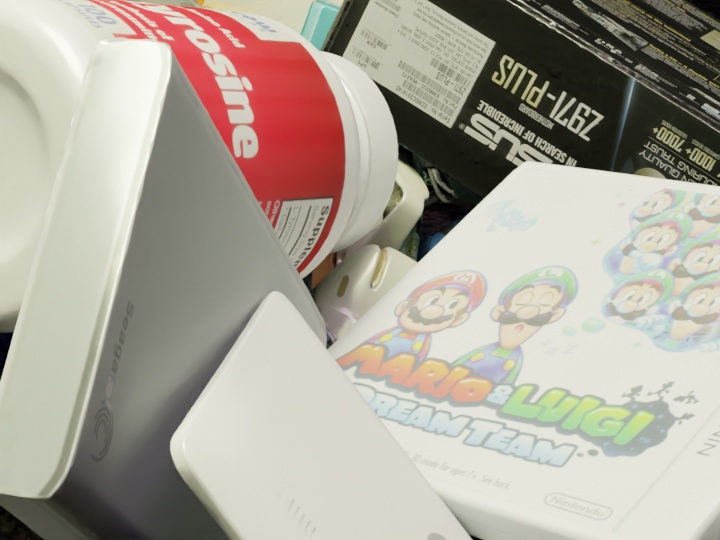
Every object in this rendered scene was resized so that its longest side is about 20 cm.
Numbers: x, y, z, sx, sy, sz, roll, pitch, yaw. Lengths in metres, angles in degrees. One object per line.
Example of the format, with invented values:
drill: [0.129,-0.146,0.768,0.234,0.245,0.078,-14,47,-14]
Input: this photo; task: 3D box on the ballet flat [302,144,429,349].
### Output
ballet flat: [0.000,0.000,0.779,0.074,0.074,0.200,8,40,-8]

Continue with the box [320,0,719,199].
box: [0.104,-0.084,0.846,0.200,0.086,0.164,34,26,12]

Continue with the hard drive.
hard drive: [-0.054,0.036,0.566,0.026,0.132,0.200,6,-22,14]

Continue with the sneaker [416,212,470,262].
sneaker: [0.079,0.013,0.793,0.066,0.078,0.200,47,-10,-27]

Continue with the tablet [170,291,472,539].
tablet: [0.021,0.104,0.551,0.200,0.014,0.130,54,19,-9]

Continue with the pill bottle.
pill bottle: [-0.072,-0.041,0.670,0.112,0.112,0.200,22,15,28]

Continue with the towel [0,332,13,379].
towel: [-0.087,0.023,0.747,0.148,0.050,0.200,49,28,-3]

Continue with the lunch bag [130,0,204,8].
lunch bag: [-0.144,-0.053,0.891,0.200,0.139,0.168,-8,38,-34]

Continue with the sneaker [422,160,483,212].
sneaker: [0.052,-0.059,1.018,0.140,0.078,0.200,-1,2,28]

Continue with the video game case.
video game case: [0.084,0.027,0.663,0.200,0.024,0.182,11,45,45]

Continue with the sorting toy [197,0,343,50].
sorting toy: [-0.075,-0.141,1.016,0.200,0.180,0.107,-19,27,19]

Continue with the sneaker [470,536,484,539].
sneaker: [0.077,0.097,0.725,0.115,0.075,0.200,20,17,-15]
